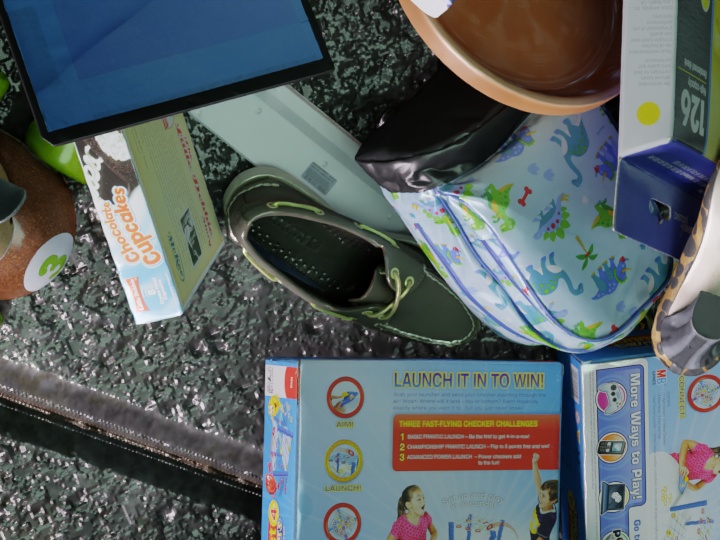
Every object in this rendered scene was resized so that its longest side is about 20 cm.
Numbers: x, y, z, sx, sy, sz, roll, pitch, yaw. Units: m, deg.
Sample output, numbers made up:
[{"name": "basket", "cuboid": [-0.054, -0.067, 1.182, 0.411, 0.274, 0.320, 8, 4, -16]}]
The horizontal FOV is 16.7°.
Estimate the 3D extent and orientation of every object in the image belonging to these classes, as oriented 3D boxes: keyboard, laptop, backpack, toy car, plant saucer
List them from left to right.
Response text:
[{"name": "toy car", "cuboid": [-0.239, -0.027, 1.492, 0.158, 0.200, 0.164, 32, 97, -20]}, {"name": "laptop", "cuboid": [-0.124, -0.198, 1.385, 0.177, 0.103, 0.200, -16, 122, -14]}, {"name": "keyboard", "cuboid": [-0.023, -0.068, 1.637, 0.200, 0.011, 0.056, 38, 100, -21]}, {"name": "plant saucer", "cuboid": [0.100, -0.190, 1.558, 0.200, 0.032, 0.201, 14, 61, -26]}, {"name": "backpack", "cuboid": [0.115, -0.037, 1.616, 0.163, 0.154, 0.200, -42, 128, -28]}]

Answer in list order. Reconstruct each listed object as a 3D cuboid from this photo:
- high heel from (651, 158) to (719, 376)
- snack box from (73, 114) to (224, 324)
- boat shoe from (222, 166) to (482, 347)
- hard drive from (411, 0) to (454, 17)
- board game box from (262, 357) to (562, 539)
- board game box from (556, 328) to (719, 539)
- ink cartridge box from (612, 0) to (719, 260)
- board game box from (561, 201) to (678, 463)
[{"name": "high heel", "cuboid": [0.248, -0.028, 1.600, 0.071, 0.143, 0.200, 27, 77, 3]}, {"name": "snack box", "cuboid": [-0.142, -0.081, 1.544, 0.037, 0.116, 0.200, -11, 110, 16]}, {"name": "boat shoe", "cuboid": [-0.002, 0.002, 1.629, 0.202, 0.060, 0.072, 29, 109, -19]}, {"name": "hard drive", "cuboid": [0.048, -0.264, 1.512, 0.132, 0.025, 0.200, 43, 52, -10]}, {"name": "board game box", "cuboid": [0.034, 0.157, 1.638, 0.200, 0.056, 0.196, 2, 89, -26]}, {"name": "board game box", "cuboid": [0.240, 0.137, 1.712, 0.195, 0.056, 0.200, -6, 107, -13]}, {"name": "ink cartridge box", "cuboid": [0.211, -0.112, 1.564, 0.047, 0.198, 0.200, -1, 84, 22]}, {"name": "board game box", "cuboid": [0.209, 0.047, 1.720, 0.105, 0.023, 0.200, 11, 102, -19]}]
